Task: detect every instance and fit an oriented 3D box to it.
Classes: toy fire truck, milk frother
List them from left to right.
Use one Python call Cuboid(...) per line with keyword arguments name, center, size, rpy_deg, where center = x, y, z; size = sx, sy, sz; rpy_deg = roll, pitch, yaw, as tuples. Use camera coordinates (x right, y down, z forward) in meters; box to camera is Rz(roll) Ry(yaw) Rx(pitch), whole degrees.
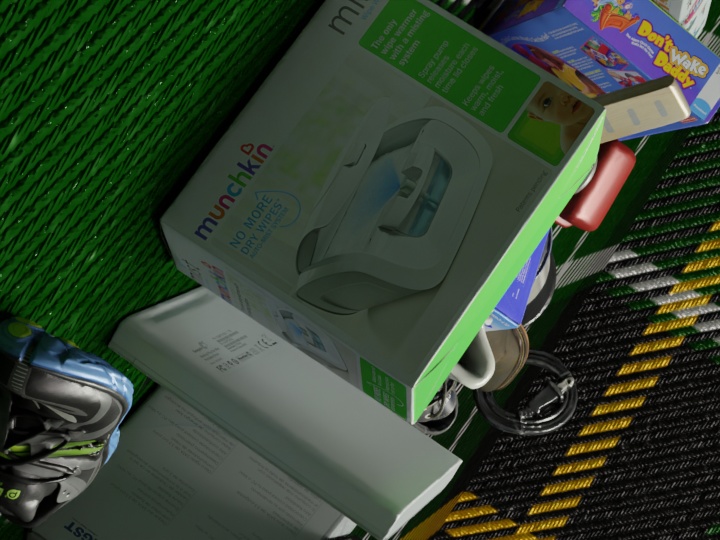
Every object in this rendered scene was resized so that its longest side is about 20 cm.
Cuboid(name="milk frother", center=(0.136, 0.036, 1.867), size=(0.181, 0.200, 0.188), rpy_deg=(-52, 168, -4))
Cuboid(name="toy fire truck", center=(0.146, -0.094, 1.432), size=(0.176, 0.200, 0.129), rpy_deg=(28, 94, -43))

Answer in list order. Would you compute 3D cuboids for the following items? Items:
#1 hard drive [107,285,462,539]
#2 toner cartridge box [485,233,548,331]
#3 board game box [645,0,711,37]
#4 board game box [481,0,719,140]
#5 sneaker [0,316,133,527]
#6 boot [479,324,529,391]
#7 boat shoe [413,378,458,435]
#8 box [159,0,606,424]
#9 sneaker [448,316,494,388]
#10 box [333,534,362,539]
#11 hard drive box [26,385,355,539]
Cuboid(name="hard drive", center=(-0.043, 0.082, 1.228), size=(0.026, 0.200, 0.132), rpy_deg=(-59, 169, 18))
Cuboid(name="toner cartridge box", center=(0.107, -0.063, 1.587), size=(0.043, 0.095, 0.200), rpy_deg=(-9, -126, 50))
Cuboid(name="board game box", center=(0.182, -0.229, 1.451), size=(0.064, 0.147, 0.200), rpy_deg=(-54, 169, -7))
Cuboid(name="board game box", center=(0.177, -0.157, 1.491), size=(0.045, 0.134, 0.200), rpy_deg=(-54, -168, -9))
Cuboid(name="sneaker", center=(-0.166, 0.086, 1.053), size=(0.083, 0.071, 0.200), rpy_deg=(-58, 173, -24))
Cuboid(name="boot", center=(0.087, 0.056, 1.687), size=(0.097, 0.075, 0.200), rpy_deg=(-40, 152, -27))
Cuboid(name="boat shoe", center=(0.047, 0.093, 1.609), size=(0.070, 0.066, 0.200), rpy_deg=(-53, 166, -13))
Cuboid(name="box", center=(0.014, -0.046, 1.174), size=(0.200, 0.176, 0.097), rpy_deg=(-53, 169, -13))
Cuboid(name="sneaker", center=(0.050, 0.001, 1.326), size=(0.075, 0.087, 0.200), rpy_deg=(-38, 135, -15))
Cuboid(name="box", center=(-0.035, 0.226, 1.289), size=(0.110, 0.035, 0.200), rpy_deg=(-56, 170, 0))
Cuboid(name="hard drive box", center=(-0.099, 0.161, 1.329), size=(0.200, 0.156, 0.077), rpy_deg=(-48, 167, -33))
